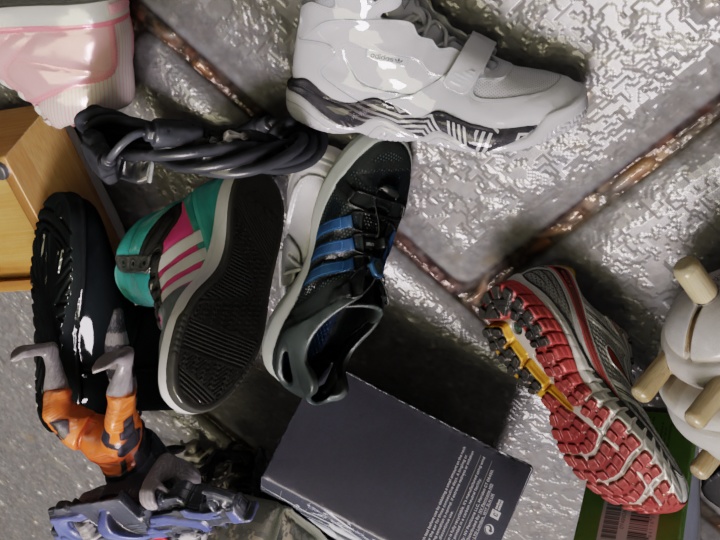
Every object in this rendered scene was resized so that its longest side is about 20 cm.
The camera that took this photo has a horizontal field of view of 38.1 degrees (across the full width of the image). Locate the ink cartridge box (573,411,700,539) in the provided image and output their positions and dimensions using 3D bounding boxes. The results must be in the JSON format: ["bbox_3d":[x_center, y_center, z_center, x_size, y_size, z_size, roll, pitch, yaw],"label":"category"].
[{"bbox_3d":[0.225,0.234,0.824,0.075,0.148,0.201,3,128,23],"label":"ink cartridge box"}]

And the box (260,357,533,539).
[{"bbox_3d":[0.018,0.178,0.856,0.181,0.105,0.200,28,161,4],"label":"box"}]

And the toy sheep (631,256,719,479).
[{"bbox_3d":[0.256,0.066,0.686,0.137,0.139,0.200,-16,130,34],"label":"toy sheep"}]

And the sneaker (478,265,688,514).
[{"bbox_3d":[0.172,0.080,0.738,0.201,0.082,0.078,58,147,5],"label":"sneaker"}]

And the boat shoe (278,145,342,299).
[{"bbox_3d":[-0.035,-0.001,0.812,0.071,0.069,0.201,19,132,11],"label":"boat shoe"}]

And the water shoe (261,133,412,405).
[{"bbox_3d":[0.000,0.000,0.741,0.079,0.071,0.201,34,105,47],"label":"water shoe"}]

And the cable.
[{"bbox_3d":[-0.113,-0.094,0.724,0.162,0.200,0.051,-6,100,-18],"label":"cable"}]

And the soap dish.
[{"bbox_3d":[-0.315,-0.053,0.894,0.198,0.081,0.158,-3,125,26],"label":"soap dish"}]

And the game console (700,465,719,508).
[{"bbox_3d":[0.366,0.192,0.745,0.172,0.119,0.200,35,133,-5],"label":"game console"}]

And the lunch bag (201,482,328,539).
[{"bbox_3d":[-0.104,0.267,0.899,0.163,0.118,0.200,7,152,30],"label":"lunch bag"}]

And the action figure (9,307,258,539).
[{"bbox_3d":[-0.152,0.134,0.766,0.199,0.105,0.195,-7,117,29],"label":"action figure"}]

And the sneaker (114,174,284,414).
[{"bbox_3d":[-0.133,0.019,0.762,0.120,0.201,0.084,-17,135,36],"label":"sneaker"}]

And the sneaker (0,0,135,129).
[{"bbox_3d":[-0.258,-0.157,0.785,0.198,0.076,0.105,5,123,17],"label":"sneaker"}]

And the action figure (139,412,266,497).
[{"bbox_3d":[-0.163,0.212,1.025,0.199,0.102,0.120,20,131,14],"label":"action figure"}]

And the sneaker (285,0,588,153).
[{"bbox_3d":[0.045,-0.143,0.654,0.198,0.075,0.116,7,125,14],"label":"sneaker"}]

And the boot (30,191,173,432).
[{"bbox_3d":[-0.180,0.030,0.862,0.076,0.167,0.202,21,112,48],"label":"boot"}]
